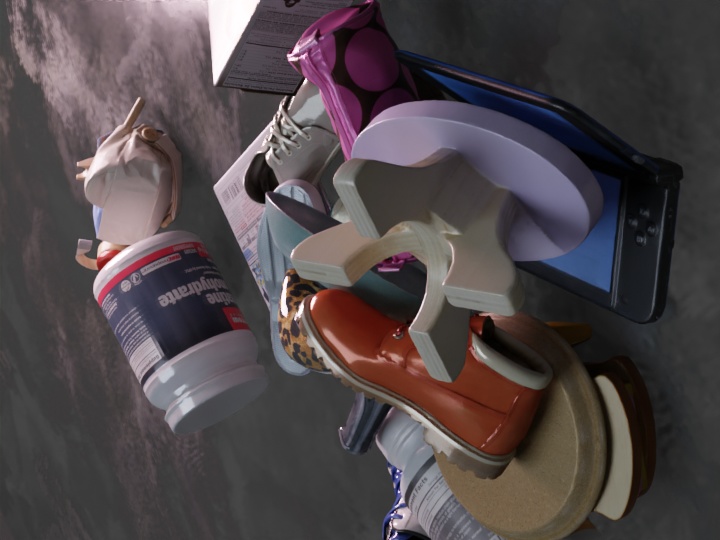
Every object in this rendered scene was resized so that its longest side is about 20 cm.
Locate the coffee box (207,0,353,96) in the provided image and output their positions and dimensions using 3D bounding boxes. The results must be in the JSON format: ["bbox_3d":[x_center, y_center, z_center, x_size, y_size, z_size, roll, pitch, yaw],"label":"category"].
[{"bbox_3d":[-0.066,-0.248,1.285,0.200,0.080,0.114,132,138,-60],"label":"coffee box"}]

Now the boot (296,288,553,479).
[{"bbox_3d":[0.049,0.057,1.140,0.200,0.075,0.107,34,121,9],"label":"boot"}]

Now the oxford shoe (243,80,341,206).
[{"bbox_3d":[-0.056,-0.126,1.397,0.075,0.058,0.200,55,138,25],"label":"oxford shoe"}]

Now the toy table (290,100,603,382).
[{"bbox_3d":[0.051,-0.028,1.020,0.200,0.117,0.184,-1,131,49],"label":"toy table"}]

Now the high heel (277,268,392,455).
[{"bbox_3d":[-0.011,0.041,1.312,0.200,0.071,0.143,63,146,34],"label":"high heel"}]

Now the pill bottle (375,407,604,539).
[{"bbox_3d":[0.106,0.193,1.288,0.200,0.116,0.116,52,148,30],"label":"pill bottle"}]

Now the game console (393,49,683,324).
[{"bbox_3d":[0.117,-0.061,1.079,0.200,0.118,0.171,29,122,52],"label":"game console"}]

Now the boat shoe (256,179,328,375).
[{"bbox_3d":[-0.053,0.000,1.440,0.074,0.067,0.200,18,121,25],"label":"boat shoe"}]

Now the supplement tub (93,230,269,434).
[{"bbox_3d":[-0.202,0.069,1.720,0.200,0.140,0.140,60,151,15],"label":"supplement tub"}]

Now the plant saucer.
[{"bbox_3d":[0.000,0.000,1.255,0.200,0.200,0.036,37,100,44],"label":"plant saucer"}]

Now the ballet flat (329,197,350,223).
[{"bbox_3d":[0.010,0.026,1.397,0.062,0.067,0.200,15,123,45],"label":"ballet flat"}]

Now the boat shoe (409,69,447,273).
[{"bbox_3d":[0.049,-0.073,1.261,0.076,0.072,0.200,-161,55,-73],"label":"boat shoe"}]

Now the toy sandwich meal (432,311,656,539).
[{"bbox_3d":[0.137,0.119,1.185,0.205,0.070,0.205,11,105,47],"label":"toy sandwich meal"}]

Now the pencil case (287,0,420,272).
[{"bbox_3d":[0.011,-0.101,1.157,0.091,0.094,0.200,-12,106,47],"label":"pencil case"}]

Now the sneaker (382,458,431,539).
[{"bbox_3d":[0.056,0.206,1.386,0.199,0.115,0.081,53,148,27],"label":"sneaker"}]

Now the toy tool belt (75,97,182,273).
[{"bbox_3d":[-0.273,-0.097,1.784,0.200,0.125,0.123,111,162,-48],"label":"toy tool belt"}]

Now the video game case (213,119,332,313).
[{"bbox_3d":[-0.076,-0.041,1.547,0.182,0.022,0.200,65,151,6],"label":"video game case"}]
